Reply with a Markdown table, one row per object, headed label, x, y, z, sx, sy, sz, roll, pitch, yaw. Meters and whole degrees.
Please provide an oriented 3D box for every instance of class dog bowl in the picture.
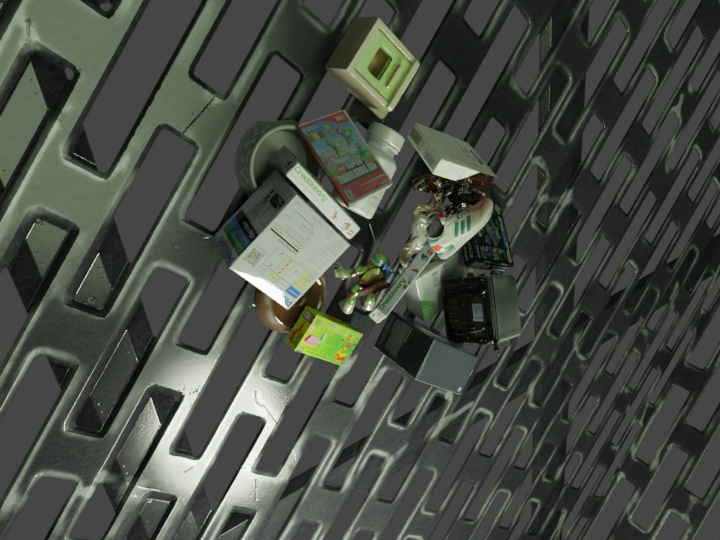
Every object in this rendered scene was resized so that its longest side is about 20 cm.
| label | x | y | z | sx | sy | sz | roll | pitch | yaw |
| --- | --- | --- | --- | --- | --- | --- | --- | --- | --- |
| dog bowl | -0.170 | -0.229 | 1.250 | 0.197 | 0.058 | 0.204 | -14 | 117 | -30 |

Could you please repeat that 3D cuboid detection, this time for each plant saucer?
| label | x | y | z | sx | sy | sz | roll | pitch | yaw |
| --- | --- | --- | --- | --- | --- | --- | --- | --- | --- |
| plant saucer | -0.157 | 0.063 | 1.393 | 0.198 | 0.037 | 0.204 | -13 | 116 | -29 |

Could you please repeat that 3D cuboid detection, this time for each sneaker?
| label | x | y | z | sx | sy | sz | roll | pitch | yaw |
| --- | --- | --- | --- | --- | --- | --- | --- | --- | --- |
| sneaker | 0.251 | -0.125 | 1.476 | 0.093 | 0.071 | 0.200 | 41 | 103 | -18 |

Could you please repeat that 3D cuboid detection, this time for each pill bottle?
| label | x | y | z | sx | sy | sz | roll | pitch | yaw |
| --- | --- | --- | --- | --- | --- | --- | --- | --- | --- |
| pill bottle | 0.020 | -0.235 | 1.344 | 0.113 | 0.114 | 0.202 | 25 | 94 | -38 |

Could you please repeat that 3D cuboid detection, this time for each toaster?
| label | x | y | z | sx | sy | sz | roll | pitch | yaw |
| --- | --- | --- | --- | --- | --- | --- | --- | --- | --- |
| toaster | 0.312 | 0.106 | 1.500 | 0.117 | 0.180 | 0.204 | -6 | 89 | -37 |

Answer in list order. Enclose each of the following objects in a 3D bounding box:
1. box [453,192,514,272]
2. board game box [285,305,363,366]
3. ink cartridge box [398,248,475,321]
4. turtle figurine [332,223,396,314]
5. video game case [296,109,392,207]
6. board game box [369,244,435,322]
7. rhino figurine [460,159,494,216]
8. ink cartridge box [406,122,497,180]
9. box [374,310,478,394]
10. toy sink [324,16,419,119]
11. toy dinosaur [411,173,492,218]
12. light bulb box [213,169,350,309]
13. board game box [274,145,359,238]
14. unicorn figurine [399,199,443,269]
| label | x | y | z | sx | sy | sz | roll | pitch | yaw |
| --- | --- | --- | --- | --- | --- | --- | --- | --- | --- |
| box | 0.340 | -0.104 | 1.592 | 0.157 | 0.046 | 0.204 | 6 | 67 | -36 |
| board game box | -0.088 | 0.167 | 1.447 | 0.199 | 0.047 | 0.102 | 29 | 95 | -50 |
| ink cartridge box | 0.217 | 0.022 | 1.603 | 0.198 | 0.087 | 0.147 | -30 | 124 | -20 |
| turtle figurine | 0.000 | 0.000 | 1.452 | 0.144 | 0.198 | 0.196 | -41 | 157 | -49 |
| video game case | -0.031 | -0.244 | 1.237 | 0.142 | 0.017 | 0.202 | -30 | 85 | -39 |
| board game box | 0.100 | 0.035 | 1.413 | 0.034 | 0.126 | 0.201 | 38 | 75 | 2 |
| rhino figurine | 0.314 | -0.208 | 1.548 | 0.086 | 0.060 | 0.204 | 0 | 75 | -33 |
| ink cartridge box | 0.227 | -0.284 | 1.438 | 0.198 | 0.162 | 0.050 | 11 | 128 | -37 |
| box | 0.181 | 0.226 | 1.590 | 0.198 | 0.198 | 0.125 | 25 | 94 | -39 |
| toy sink | 0.045 | -0.439 | 1.279 | 0.199 | 0.112 | 0.131 | 34 | 88 | -39 |
| toy dinosaur | 0.233 | -0.221 | 1.467 | 0.197 | 0.137 | 0.103 | -20 | 125 | 11 |
| light bulb box | -0.166 | -0.062 | 1.221 | 0.200 | 0.125 | 0.198 | -45 | 134 | 4 |
| board game box | -0.090 | -0.162 | 1.195 | 0.035 | 0.127 | 0.200 | -42 | 123 | 5 |
| unicorn figurine | 0.166 | -0.086 | 1.542 | 0.135 | 0.074 | 0.204 | -7 | 99 | -22 |
